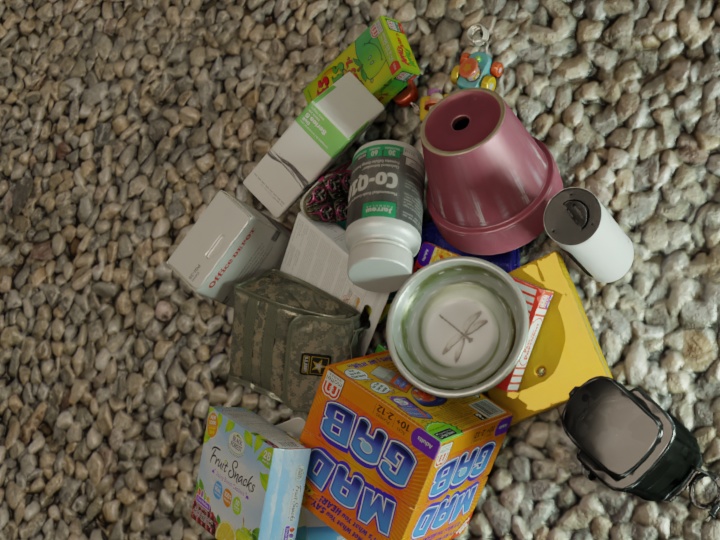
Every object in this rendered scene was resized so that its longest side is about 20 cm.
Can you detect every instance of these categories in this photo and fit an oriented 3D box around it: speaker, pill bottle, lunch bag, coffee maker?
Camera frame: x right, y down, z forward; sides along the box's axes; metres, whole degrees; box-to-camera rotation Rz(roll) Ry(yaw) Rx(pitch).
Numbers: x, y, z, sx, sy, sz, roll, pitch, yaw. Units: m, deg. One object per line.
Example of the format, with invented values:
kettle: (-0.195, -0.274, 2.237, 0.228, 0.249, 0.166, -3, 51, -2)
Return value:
speaker: (0.314, -0.046, 1.565, 0.080, 0.200, 0.082, -7, 73, 23)
pill bottle: (0.035, -0.078, 1.665, 0.112, 0.113, 0.202, -10, 57, 23)
lunch bag: (-0.094, 0.113, 1.738, 0.198, 0.117, 0.166, 20, 116, 27)
coffee maker: (0.367, 0.225, 1.469, 0.190, 0.200, 0.136, 17, 85, 28)

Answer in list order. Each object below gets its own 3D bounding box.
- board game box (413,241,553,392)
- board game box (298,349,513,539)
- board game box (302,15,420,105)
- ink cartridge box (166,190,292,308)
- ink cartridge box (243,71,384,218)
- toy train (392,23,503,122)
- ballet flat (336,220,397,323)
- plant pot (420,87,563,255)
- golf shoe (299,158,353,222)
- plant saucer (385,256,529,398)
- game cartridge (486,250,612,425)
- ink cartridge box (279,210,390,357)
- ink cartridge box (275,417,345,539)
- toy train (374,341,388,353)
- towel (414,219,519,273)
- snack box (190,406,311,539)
board game box: (0.156, 0.064, 1.638, 0.198, 0.046, 0.153, 22, 95, 26)
board game box: (0.051, 0.250, 1.581, 0.199, 0.199, 0.202, 31, 111, 29)
board game box: (-0.001, -0.300, 1.830, 0.200, 0.047, 0.102, -38, 62, 36)
ink cartridge box: (-0.187, -0.024, 1.798, 0.083, 0.200, 0.147, 40, 95, 28)
ink cartridge box: (-0.073, -0.193, 1.776, 0.084, 0.146, 0.200, 44, 126, -3)
toy train: (0.122, -0.307, 1.808, 0.199, 0.056, 0.151, -30, 66, 16)
ballet flat: (0.000, 0.000, 1.778, 0.201, 0.066, 0.067, 61, 146, 37)
plant pot: (0.173, -0.152, 1.639, 0.198, 0.180, 0.202, -14, 48, 17)
golf shoe: (-0.030, -0.123, 1.774, 0.091, 0.199, 0.073, -6, 109, 44)
plant saucer: (0.135, 0.082, 1.576, 0.198, 0.050, 0.202, -6, 68, 14)
game cartridge: (0.243, 0.099, 1.636, 0.175, 0.032, 0.202, -26, 74, 22)
ink cartridge box: (-0.036, 0.022, 1.759, 0.199, 0.050, 0.163, 39, 130, 22)
ink cartridge box: (-0.099, 0.329, 1.694, 0.128, 0.125, 0.202, -22, 68, 32)
toy train: (0.091, 0.177, 1.695, 0.200, 0.042, 0.057, 40, 123, 28)
towel: (0.142, -0.017, 1.725, 0.198, 0.049, 0.149, -12, 71, 22)
snack box: (-0.155, 0.295, 1.589, 0.199, 0.067, 0.171, 19, 100, 54)
